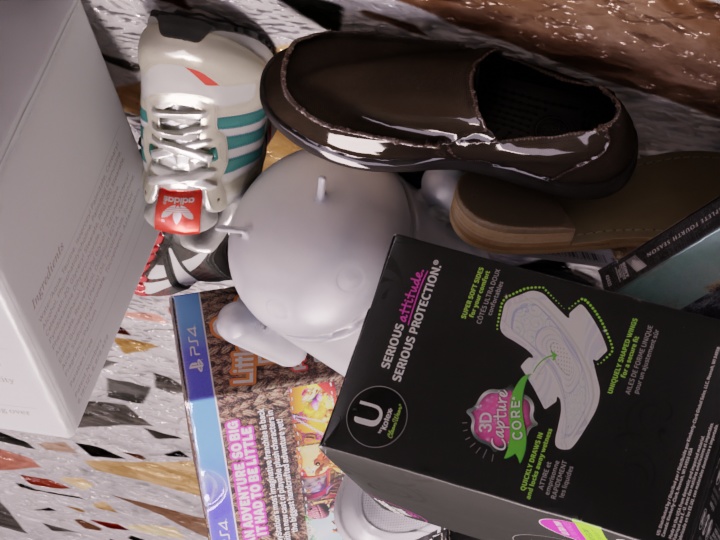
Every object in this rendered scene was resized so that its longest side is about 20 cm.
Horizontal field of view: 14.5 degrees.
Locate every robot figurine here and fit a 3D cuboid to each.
[{"bbox_3d":[0.000,0.000,1.617,0.170,0.113,0.200,-36,143,14],"label":"robot figurine"}]

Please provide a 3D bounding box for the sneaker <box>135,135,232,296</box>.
[{"bbox_3d":[-0.100,-0.021,1.768,0.098,0.071,0.200,16,161,-1],"label":"sneaker"}]

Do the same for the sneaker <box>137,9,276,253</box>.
[{"bbox_3d":[-0.088,-0.070,1.568,0.070,0.093,0.200,11,163,6],"label":"sneaker"}]

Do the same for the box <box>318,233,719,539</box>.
[{"bbox_3d":[0.103,0.081,1.487,0.200,0.124,0.149,16,166,18],"label":"box"}]

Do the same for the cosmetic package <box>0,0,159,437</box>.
[{"bbox_3d":[-0.230,-0.036,1.580,0.167,0.166,0.200,8,145,19],"label":"cosmetic package"}]

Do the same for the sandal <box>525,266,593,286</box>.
[{"bbox_3d":[0.131,0.052,1.868,0.075,0.045,0.200,9,162,15],"label":"sandal"}]

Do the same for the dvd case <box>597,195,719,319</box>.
[{"bbox_3d":[0.243,-0.015,1.462,0.200,0.022,0.146,-34,138,25],"label":"dvd case"}]

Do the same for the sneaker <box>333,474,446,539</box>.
[{"bbox_3d":[0.067,0.094,1.654,0.075,0.200,0.115,54,178,5],"label":"sneaker"}]

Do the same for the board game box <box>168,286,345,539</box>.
[{"bbox_3d":[-0.010,0.089,1.794,0.200,0.097,0.159,-8,133,-3],"label":"board game box"}]

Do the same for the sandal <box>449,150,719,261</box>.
[{"bbox_3d":[0.147,-0.015,1.518,0.212,0.078,0.070,2,135,-12],"label":"sandal"}]

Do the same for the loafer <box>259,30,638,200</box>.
[{"bbox_3d":[0.048,-0.092,1.460,0.200,0.073,0.071,8,153,0],"label":"loafer"}]

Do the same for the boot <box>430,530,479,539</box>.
[{"bbox_3d":[0.153,0.156,1.727,0.200,0.073,0.151,-1,-167,-33],"label":"boot"}]

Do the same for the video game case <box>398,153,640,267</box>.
[{"bbox_3d":[0.072,-0.050,1.635,0.200,0.023,0.182,9,162,17],"label":"video game case"}]
